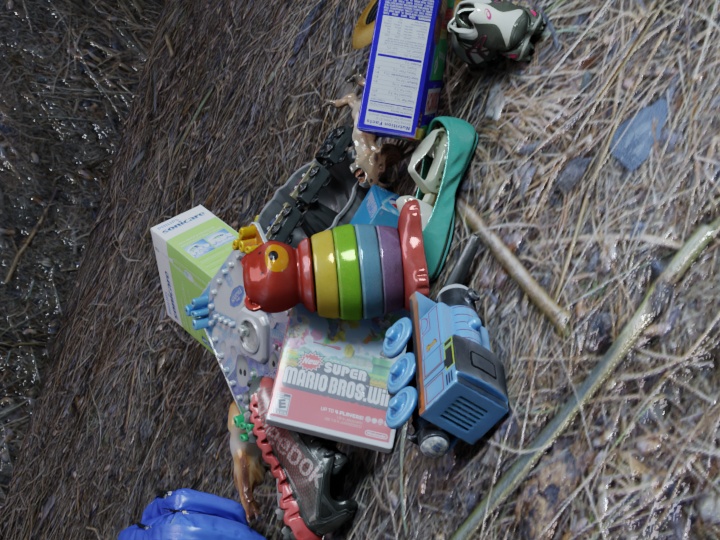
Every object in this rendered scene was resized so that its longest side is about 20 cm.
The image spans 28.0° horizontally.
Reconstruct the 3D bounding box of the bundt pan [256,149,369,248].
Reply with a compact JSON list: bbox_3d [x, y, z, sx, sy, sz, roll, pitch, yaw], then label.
[{"bbox_3d":[-0.052,-0.060,1.904,0.201,0.076,0.202,-33,31,23],"label":"bundt pan"}]

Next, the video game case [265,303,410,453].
[{"bbox_3d":[-0.016,0.093,1.607,0.017,0.142,0.201,109,174,-62],"label":"video game case"}]

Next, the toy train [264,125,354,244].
[{"bbox_3d":[-0.069,-0.107,1.872,0.046,0.034,0.201,-1,52,57],"label":"toy train"}]

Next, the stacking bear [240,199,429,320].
[{"bbox_3d":[-0.031,0.002,1.578,0.114,0.199,0.122,91,174,-63],"label":"stacking bear"}]

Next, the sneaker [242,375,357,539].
[{"bbox_3d":[-0.063,0.203,1.612,0.097,0.071,0.201,-26,75,14],"label":"sneaker"}]

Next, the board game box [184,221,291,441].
[{"bbox_3d":[-0.132,0.078,1.711,0.200,0.026,0.201,-49,59,47],"label":"board game box"}]

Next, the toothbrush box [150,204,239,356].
[{"bbox_3d":[-0.180,0.028,1.883,0.200,0.086,0.146,33,141,42],"label":"toothbrush box"}]

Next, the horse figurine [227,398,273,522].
[{"bbox_3d":[-0.134,0.217,1.809,0.133,0.050,0.201,46,-137,-73],"label":"horse figurine"}]

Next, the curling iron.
[{"bbox_3d":[0.083,0.053,1.555,0.201,0.025,0.050,-62,-9,8],"label":"curling iron"}]

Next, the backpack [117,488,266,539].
[{"bbox_3d":[-0.209,0.354,1.770,0.200,0.162,0.169,-21,59,60],"label":"backpack"}]

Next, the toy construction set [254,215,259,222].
[{"bbox_3d":[-0.154,0.016,2.117,0.200,0.092,0.132,128,132,-55],"label":"toy construction set"}]

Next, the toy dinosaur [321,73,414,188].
[{"bbox_3d":[0.043,-0.203,1.841,0.200,0.136,0.086,-42,4,-4],"label":"toy dinosaur"}]

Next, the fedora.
[{"bbox_3d":[0.076,-0.352,1.906,0.201,0.082,0.201,-43,19,18],"label":"fedora"}]

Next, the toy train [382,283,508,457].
[{"bbox_3d":[0.084,0.095,1.439,0.114,0.086,0.201,-45,26,28],"label":"toy train"}]

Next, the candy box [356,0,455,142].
[{"bbox_3d":[0.058,-0.255,1.706,0.169,0.077,0.201,-22,-58,-80],"label":"candy box"}]

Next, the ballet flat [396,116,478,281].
[{"bbox_3d":[0.077,-0.088,1.662,0.067,0.070,0.201,-13,57,61],"label":"ballet flat"}]

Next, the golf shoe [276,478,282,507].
[{"bbox_3d":[-0.075,0.207,1.739,0.097,0.078,0.201,126,158,-48],"label":"golf shoe"}]

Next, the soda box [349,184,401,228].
[{"bbox_3d":[0.000,0.000,1.771,0.201,0.068,0.064,-58,22,23],"label":"soda box"}]

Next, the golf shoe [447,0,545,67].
[{"bbox_3d":[0.141,-0.290,1.697,0.078,0.088,0.200,-70,18,-2],"label":"golf shoe"}]
